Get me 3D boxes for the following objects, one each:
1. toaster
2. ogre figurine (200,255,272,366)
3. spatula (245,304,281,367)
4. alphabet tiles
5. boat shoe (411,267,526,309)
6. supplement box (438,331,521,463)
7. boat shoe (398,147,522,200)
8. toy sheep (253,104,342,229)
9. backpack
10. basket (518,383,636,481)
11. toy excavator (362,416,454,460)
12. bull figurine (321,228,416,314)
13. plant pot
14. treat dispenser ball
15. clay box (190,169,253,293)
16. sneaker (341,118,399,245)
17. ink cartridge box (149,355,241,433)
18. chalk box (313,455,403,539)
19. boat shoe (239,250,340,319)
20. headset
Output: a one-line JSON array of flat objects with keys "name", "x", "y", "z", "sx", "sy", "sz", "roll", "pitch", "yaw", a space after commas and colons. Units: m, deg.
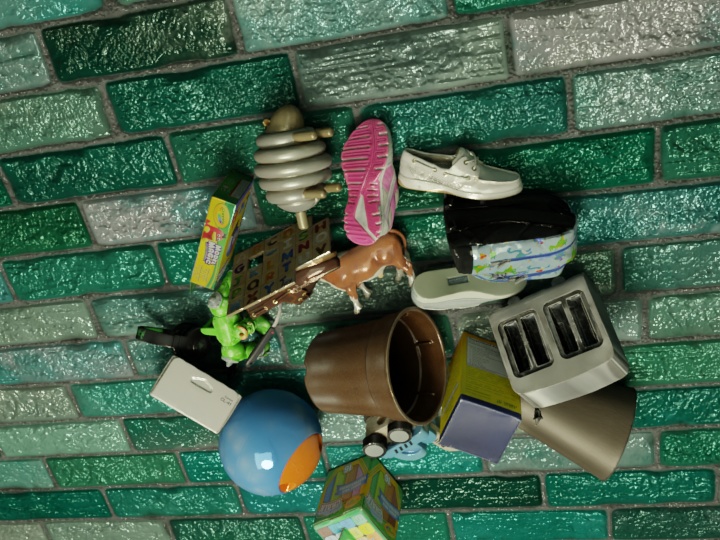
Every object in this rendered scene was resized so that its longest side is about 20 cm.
[{"name": "toaster", "x": 0.325, "y": 0.124, "z": 1.220, "sx": 0.181, "sy": 0.200, "sz": 0.119, "roll": -26, "pitch": 149, "yaw": 21}, {"name": "ogre figurine", "x": -0.220, "y": 0.088, "z": 1.341, "sx": 0.098, "sy": 0.120, "sz": 0.200, "roll": 23, "pitch": 127, "yaw": 19}, {"name": "spatula", "x": -0.153, "y": 0.086, "z": 1.323, "sx": 0.021, "sy": 0.057, "sz": 0.200, "roll": 27, "pitch": 87, "yaw": 22}, {"name": "alphabet tiles", "x": -0.136, "y": -0.017, "z": 1.238, "sx": 0.200, "sy": 0.167, "sz": 0.008, "roll": -27, "pitch": 124, "yaw": 16}, {"name": "boat shoe", "x": 0.183, "y": 0.029, "z": 1.275, "sx": 0.200, "sy": 0.070, "sz": 0.072, "roll": -6, "pitch": 157, "yaw": -7}, {"name": "supplement box", "x": 0.210, "y": 0.219, "z": 1.298, "sx": 0.109, "sy": 0.200, "sz": 0.110, "roll": 19, "pitch": 121, "yaw": -1}, {"name": "boat shoe", "x": 0.159, "y": -0.159, "z": 1.170, "sx": 0.199, "sy": 0.071, "sz": 0.069, "roll": 6, "pitch": 120, "yaw": 8}, {"name": "toy sheep", "x": -0.104, "y": -0.163, "z": 1.179, "sx": 0.137, "sy": 0.138, "sz": 0.201, "roll": -4, "pitch": 102, "yaw": 12}, {"name": "backpack", "x": 0.244, "y": -0.057, "z": 1.176, "sx": 0.199, "sy": 0.163, "sz": 0.154, "roll": -17, "pitch": 124, "yaw": 11}, {"name": "basket", "x": 0.367, "y": 0.253, "z": 1.325, "sx": 0.200, "sy": 0.181, "sz": 0.136, "roll": 22, "pitch": 154, "yaw": 6}, {"name": "toy excavator", "x": 0.128, "y": 0.319, "z": 1.441, "sx": 0.194, "sy": 0.100, "sz": 0.200, "roll": -35, "pitch": 121, "yaw": 27}, {"name": "bull figurine", "x": 0.000, "y": 0.000, "z": 1.291, "sx": 0.200, "sy": 0.065, "sz": 0.122, "roll": -25, "pitch": 116, "yaw": 24}, {"name": "plant pot", "x": 0.020, "y": 0.175, "z": 1.305, "sx": 0.198, "sy": 0.200, "sz": 0.201, "roll": -10, "pitch": 118, "yaw": 34}, {"name": "treat dispenser ball", "x": -0.173, "y": 0.330, "z": 1.425, "sx": 0.200, "sy": 0.201, "sz": 0.201, "roll": 4, "pitch": 120, "yaw": 7}, {"name": "clay box", "x": -0.240, "y": -0.059, "z": 1.269, "sx": 0.047, "sy": 0.115, "sz": 0.200, "roll": 19, "pitch": 121, "yaw": -2}, {"name": "sneaker", "x": 0.020, "y": -0.144, "z": 1.202, "sx": 0.081, "sy": 0.088, "sz": 0.201, "roll": 9, "pitch": 100, "yaw": 23}, {"name": "ink cartridge box", "x": -0.314, "y": 0.232, "z": 1.397, "sx": 0.147, "sy": 0.200, "sz": 0.086, "roll": 32, "pitch": 77, "yaw": -7}, {"name": "chalk box", "x": -0.005, "y": 0.496, "z": 1.489, "sx": 0.124, "sy": 0.200, "sz": 0.125, "roll": -28, "pitch": 111, "yaw": 22}, {"name": "boat shoe", "x": -0.115, "y": 0.025, "z": 1.254, "sx": 0.200, "sy": 0.070, "sz": 0.071, "roll": -21, "pitch": 93, "yaw": 26}, {"name": "headset", "x": -0.324, "y": 0.148, "z": 1.393, "sx": 0.199, "sy": 0.123, "sz": 0.094, "roll": 12, "pitch": 87, "yaw": -25}]
